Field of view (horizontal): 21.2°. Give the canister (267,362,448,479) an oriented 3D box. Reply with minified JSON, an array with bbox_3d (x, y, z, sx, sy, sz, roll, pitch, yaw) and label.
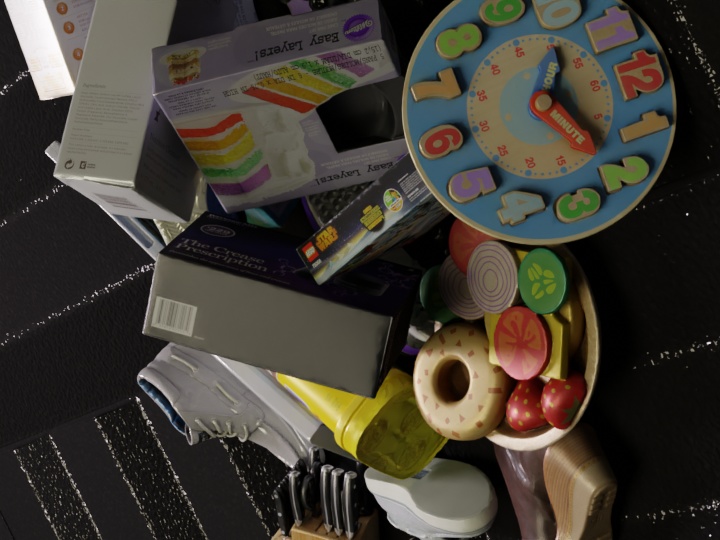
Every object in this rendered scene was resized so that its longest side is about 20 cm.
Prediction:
[{"bbox_3d":[-0.023,0.091,1.755,0.200,0.087,0.148,40,-177,31],"label":"canister"}]

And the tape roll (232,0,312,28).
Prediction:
[{"bbox_3d":[-0.075,-0.220,1.673,0.200,0.066,0.201,30,134,38],"label":"tape roll"}]

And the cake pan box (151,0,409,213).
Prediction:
[{"bbox_3d":[-0.046,-0.131,1.554,0.184,0.199,0.052,63,-162,-58],"label":"cake pan box"}]

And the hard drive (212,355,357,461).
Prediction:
[{"bbox_3d":[-0.081,0.108,1.859,0.200,0.132,0.027,40,95,29],"label":"hard drive"}]

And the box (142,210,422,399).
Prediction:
[{"bbox_3d":[-0.062,0.025,1.600,0.200,0.141,0.079,15,106,7],"label":"box"}]

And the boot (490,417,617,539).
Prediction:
[{"bbox_3d":[0.151,0.178,1.673,0.166,0.072,0.200,53,147,33],"label":"boot"}]

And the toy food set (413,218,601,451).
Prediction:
[{"bbox_3d":[0.119,0.050,1.582,0.200,0.049,0.199,10,101,50],"label":"toy food set"}]

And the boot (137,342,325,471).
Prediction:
[{"bbox_3d":[-0.135,0.152,1.945,0.200,0.096,0.074,42,151,11],"label":"boot"}]

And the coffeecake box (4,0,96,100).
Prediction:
[{"bbox_3d":[-0.253,-0.279,1.777,0.073,0.153,0.200,-2,111,51],"label":"coffeecake box"}]

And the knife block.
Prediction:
[{"bbox_3d":[-0.013,0.274,1.913,0.200,0.064,0.175,48,131,-6],"label":"knife block"}]

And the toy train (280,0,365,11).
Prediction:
[{"bbox_3d":[-0.059,-0.242,1.558,0.200,0.034,0.046,22,116,42],"label":"toy train"}]

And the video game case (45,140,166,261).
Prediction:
[{"bbox_3d":[-0.213,-0.038,1.865,0.200,0.018,0.143,43,178,17],"label":"video game case"}]

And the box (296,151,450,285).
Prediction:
[{"bbox_3d":[0.055,-0.068,1.520,0.200,0.137,0.040,-39,80,42],"label":"box"}]

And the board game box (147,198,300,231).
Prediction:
[{"bbox_3d":[-0.169,-0.101,1.833,0.200,0.047,0.151,-4,136,52],"label":"board game box"}]

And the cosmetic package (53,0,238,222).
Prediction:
[{"bbox_3d":[-0.176,-0.151,1.594,0.081,0.113,0.201,9,80,22],"label":"cosmetic package"}]

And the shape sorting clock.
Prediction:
[{"bbox_3d":[0.130,-0.119,1.391,0.200,0.200,0.039,58,173,5],"label":"shape sorting clock"}]

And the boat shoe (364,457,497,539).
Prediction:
[{"bbox_3d":[0.074,0.219,1.770,0.201,0.070,0.072,13,133,63],"label":"boat shoe"}]

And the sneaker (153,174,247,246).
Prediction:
[{"bbox_3d":[-0.153,-0.071,1.724,0.111,0.077,0.200,-101,-7,-75],"label":"sneaker"}]

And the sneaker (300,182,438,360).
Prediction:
[{"bbox_3d":[0.000,0.000,1.721,0.200,0.069,0.100,55,146,11],"label":"sneaker"}]
